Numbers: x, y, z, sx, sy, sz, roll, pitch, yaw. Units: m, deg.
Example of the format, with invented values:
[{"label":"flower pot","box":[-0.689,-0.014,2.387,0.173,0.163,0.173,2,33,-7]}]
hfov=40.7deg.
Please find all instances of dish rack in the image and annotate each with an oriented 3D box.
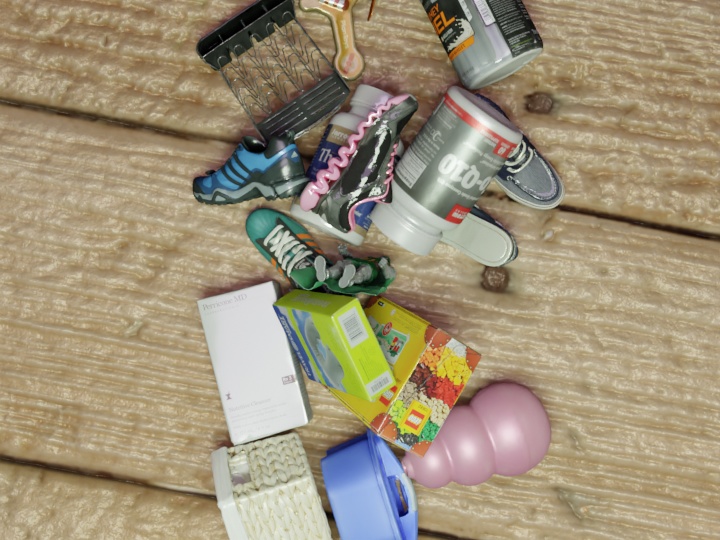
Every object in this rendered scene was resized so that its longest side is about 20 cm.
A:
[{"label":"dish rack","box":[-0.114,-0.272,1.326,0.153,0.055,0.200,-34,66,0]}]

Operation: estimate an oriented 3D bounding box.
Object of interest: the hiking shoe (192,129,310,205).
[{"label":"hiking shoe","box":[-0.150,-0.137,1.305,0.199,0.074,0.087,-3,103,35]}]

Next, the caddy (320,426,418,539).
[{"label":"caddy","box":[0.022,0.306,1.291,0.105,0.141,0.201,-17,89,5]}]

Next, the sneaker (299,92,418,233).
[{"label":"sneaker","box":[0.016,-0.131,1.226,0.095,0.079,0.200,42,99,5]}]

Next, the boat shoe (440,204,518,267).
[{"label":"boat shoe","box":[0.131,-0.072,1.338,0.200,0.062,0.075,30,101,21]}]

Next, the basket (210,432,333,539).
[{"label":"basket","box":[-0.107,0.329,1.268,0.123,0.136,0.201,-17,113,-7]}]

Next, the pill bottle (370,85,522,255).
[{"label":"pill bottle","box":[0.107,-0.125,1.252,0.114,0.114,0.200,35,108,1]}]

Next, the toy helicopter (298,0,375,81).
[{"label":"toy helicopter","box":[-0.020,-0.367,1.359,0.132,0.079,0.201,-11,99,-9]}]

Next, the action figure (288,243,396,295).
[{"label":"action figure","box":[0.000,0.000,1.277,0.118,0.200,0.055,18,99,17]}]

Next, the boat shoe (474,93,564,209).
[{"label":"boat shoe","box":[0.202,-0.160,1.329,0.200,0.093,0.075,40,89,2]}]

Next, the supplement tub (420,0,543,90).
[{"label":"supplement tub","box":[0.153,-0.359,1.322,0.122,0.123,0.201,-27,87,-1]}]

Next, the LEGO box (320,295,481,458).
[{"label":"LEGO box","box":[0.047,0.130,1.261,0.077,0.200,0.149,31,89,-26]}]

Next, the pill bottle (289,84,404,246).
[{"label":"pill bottle","box":[-0.008,-0.144,1.320,0.111,0.111,0.201,25,89,1]}]

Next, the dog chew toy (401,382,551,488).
[{"label":"dog chew toy","box":[0.150,0.227,1.291,0.199,0.125,0.125,-18,88,-11]}]

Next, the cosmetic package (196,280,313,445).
[{"label":"cosmetic package","box":[-0.142,0.122,1.327,0.112,0.081,0.201,-17,89,2]}]

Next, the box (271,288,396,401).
[{"label":"box","box":[-0.041,0.089,1.234,0.048,0.200,0.122,-31,107,-23]}]

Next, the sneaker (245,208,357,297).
[{"label":"sneaker","box":[-0.080,-0.014,1.331,0.200,0.080,0.071,43,89,2]}]
